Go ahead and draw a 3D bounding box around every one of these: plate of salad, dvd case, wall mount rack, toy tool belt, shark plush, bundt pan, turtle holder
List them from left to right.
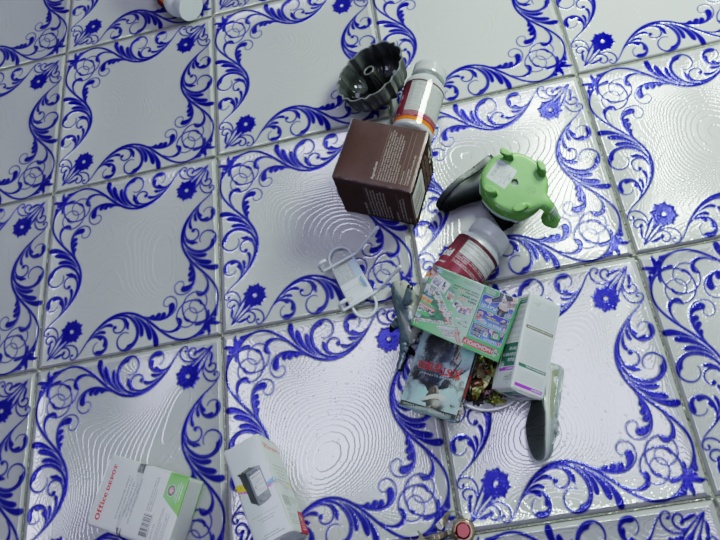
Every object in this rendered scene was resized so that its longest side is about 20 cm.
[{"bbox_3d":[0.000,0.000,1.467,0.171,0.075,0.203,-29,66,-2],"label":"wall mount rack"},{"bbox_3d":[0.037,-0.496,1.642,0.198,0.076,0.206,-18,52,23],"label":"bundt pan"},{"bbox_3d":[0.102,0.123,1.422,0.082,0.090,0.206,-6,82,33],"label":"shark plush"},{"bbox_3d":[0.144,0.549,1.185,0.200,0.123,0.125,-43,67,-9],"label":"toy tool belt"},{"bbox_3d":[0.175,0.211,1.348,0.143,0.022,0.204,8,70,38],"label":"dvd case"},{"bbox_3d":[0.268,0.198,1.347,0.194,0.048,0.206,-4,67,9],"label":"plate of salad"},{"bbox_3d":[0.350,-0.173,1.373,0.180,0.132,0.145,6,76,8],"label":"turtle holder"}]

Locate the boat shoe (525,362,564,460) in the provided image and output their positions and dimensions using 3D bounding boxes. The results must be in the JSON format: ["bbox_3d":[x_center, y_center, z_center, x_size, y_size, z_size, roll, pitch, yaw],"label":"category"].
[{"bbox_3d":[0.382,0.284,1.277,0.063,0.075,0.207,16,61,-12],"label":"boat shoe"}]

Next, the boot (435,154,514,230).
[{"bbox_3d":[0.297,-0.162,1.482,0.197,0.074,0.164,-38,72,-4],"label":"boot"}]

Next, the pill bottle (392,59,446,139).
[{"bbox_3d":[0.153,-0.423,1.593,0.107,0.110,0.205,12,70,15],"label":"pill bottle"}]

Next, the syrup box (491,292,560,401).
[{"bbox_3d":[0.341,0.159,1.293,0.080,0.079,0.205,22,72,-12],"label":"syrup box"}]

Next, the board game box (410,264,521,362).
[{"bbox_3d":[0.218,0.088,1.308,0.196,0.029,0.138,22,93,11],"label":"board game box"}]

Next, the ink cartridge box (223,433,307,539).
[{"bbox_3d":[-0.190,0.454,1.278,0.084,0.148,0.203,-27,64,-3],"label":"ink cartridge box"}]

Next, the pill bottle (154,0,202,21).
[{"bbox_3d":[-0.572,-0.848,1.911,0.113,0.113,0.199,-44,66,-9],"label":"pill bottle"}]

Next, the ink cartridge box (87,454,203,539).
[{"bbox_3d":[-0.459,0.498,1.347,0.195,0.084,0.149,11,70,15],"label":"ink cartridge box"}]

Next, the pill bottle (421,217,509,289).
[{"bbox_3d":[0.236,-0.013,1.404,0.113,0.115,0.201,37,78,22],"label":"pill bottle"}]

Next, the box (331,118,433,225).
[{"bbox_3d":[0.059,-0.234,1.502,0.195,0.167,0.168,13,71,15],"label":"box"}]
